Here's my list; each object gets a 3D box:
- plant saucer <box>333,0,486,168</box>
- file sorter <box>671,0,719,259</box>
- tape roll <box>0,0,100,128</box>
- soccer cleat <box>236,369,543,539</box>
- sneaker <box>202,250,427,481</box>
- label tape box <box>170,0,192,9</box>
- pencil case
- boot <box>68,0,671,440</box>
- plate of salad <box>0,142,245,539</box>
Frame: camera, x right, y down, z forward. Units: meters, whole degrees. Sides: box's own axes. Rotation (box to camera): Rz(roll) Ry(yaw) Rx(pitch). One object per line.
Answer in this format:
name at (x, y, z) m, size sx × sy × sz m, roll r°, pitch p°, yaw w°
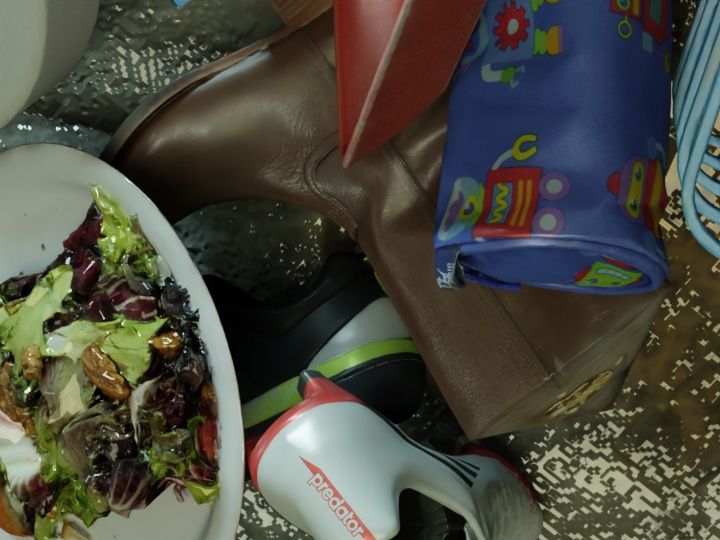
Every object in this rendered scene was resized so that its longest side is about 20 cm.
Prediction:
plant saucer at (0.022, -0.161, 0.622) m, size 0.036 × 0.200 × 0.202 m, roll 1°, pitch 70°, yaw -9°
file sorter at (0.177, -0.068, 0.647) m, size 0.138 × 0.200 × 0.124 m, roll 19°, pitch 107°, yaw 3°
tape roll at (-0.186, -0.143, 0.741) m, size 0.202 × 0.037 × 0.204 m, roll 23°, pitch 136°, yaw 24°
soccer cleat at (0.027, 0.102, 0.771) m, size 0.069 × 0.200 × 0.085 m, roll -43°, pitch 56°, yaw 8°
sneaker at (-0.060, 0.046, 0.837) m, size 0.199 × 0.072 × 0.084 m, roll -20°, pitch 76°, yaw 21°
label tape box at (-0.076, -0.168, 0.663) m, size 0.066 × 0.200 × 0.144 m, roll -32°, pitch 103°, yaw 11°
pencil case at (0.068, -0.086, 0.688) m, size 0.086 × 0.078 × 0.202 m, roll -10°, pitch 71°, yaw 45°
boot at (0.000, 0.000, 0.758) m, size 0.186 × 0.064 × 0.201 m, roll -41°, pitch 78°, yaw 21°
plate of salad at (-0.120, 0.051, 0.773) m, size 0.199 × 0.048 × 0.202 m, roll 13°, pitch 108°, yaw 42°
